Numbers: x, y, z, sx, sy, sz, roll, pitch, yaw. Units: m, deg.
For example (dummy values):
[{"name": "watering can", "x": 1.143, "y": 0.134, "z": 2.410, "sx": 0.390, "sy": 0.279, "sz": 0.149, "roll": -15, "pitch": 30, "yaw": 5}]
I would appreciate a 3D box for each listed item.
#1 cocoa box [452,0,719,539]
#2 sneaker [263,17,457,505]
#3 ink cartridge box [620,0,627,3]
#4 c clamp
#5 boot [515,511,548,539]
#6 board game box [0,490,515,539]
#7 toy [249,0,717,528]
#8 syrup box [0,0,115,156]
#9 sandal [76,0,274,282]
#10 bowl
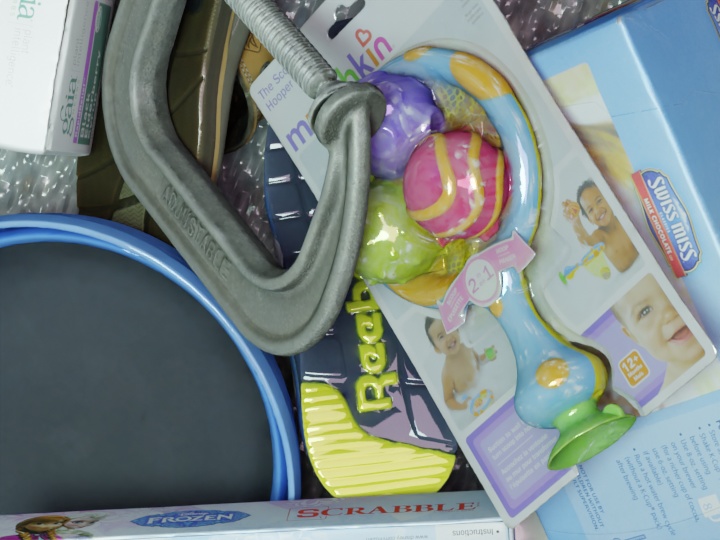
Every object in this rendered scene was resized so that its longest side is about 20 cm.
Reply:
[{"name": "cocoa box", "x": 0.120, "y": 0.000, "z": 1.080, "sx": 0.133, "sy": 0.131, "sz": 0.200, "roll": -22, "pitch": 94, "yaw": 41}, {"name": "sneaker", "x": 0.000, "y": 0.000, "z": 1.134, "sx": 0.074, "sy": 0.082, "sz": 0.201, "roll": -1, "pitch": 78, "yaw": 1}, {"name": "ink cartridge box", "x": 0.166, "y": -0.091, "z": 1.152, "sx": 0.095, "sy": 0.037, "sz": 0.200, "roll": -27, "pitch": 94, "yaw": -1}, {"name": "c clamp", "x": -0.047, "y": -0.075, "z": 1.045, "sx": 0.200, "sy": 0.027, "sz": 0.171, "roll": 55, "pitch": 133, "yaw": 34}, {"name": "boot", "x": 0.055, "y": 0.194, "z": 1.145, "sx": 0.200, "sy": 0.072, "sz": 0.144, "roll": -42, "pitch": 97, "yaw": 0}, {"name": "board game box", "x": -0.035, "y": 0.187, "z": 1.084, "sx": 0.199, "sy": 0.041, "sz": 0.200, "roll": -2, "pitch": 102, "yaw": 5}, {"name": "toy", "x": 0.029, "y": -0.018, "z": 1.020, "sx": 0.115, "sy": 0.047, "sz": 0.200, "roll": -44, "pitch": 71, "yaw": 35}, {"name": "syrup box", "x": -0.200, "y": -0.098, "z": 1.110, "sx": 0.199, "sy": 0.081, "sz": 0.079, "roll": 10, "pitch": 92, "yaw": 5}, {"name": "sandal", "x": -0.062, "y": -0.089, "z": 1.136, "sx": 0.055, "sy": 0.082, "sz": 0.201, "roll": 9, "pitch": 91, "yaw": -40}, {"name": "bowl", "x": -0.118, "y": 0.073, "z": 1.123, "sx": 0.200, "sy": 0.039, "sz": 0.201, "roll": 3, "pitch": 106, "yaw": 12}]
